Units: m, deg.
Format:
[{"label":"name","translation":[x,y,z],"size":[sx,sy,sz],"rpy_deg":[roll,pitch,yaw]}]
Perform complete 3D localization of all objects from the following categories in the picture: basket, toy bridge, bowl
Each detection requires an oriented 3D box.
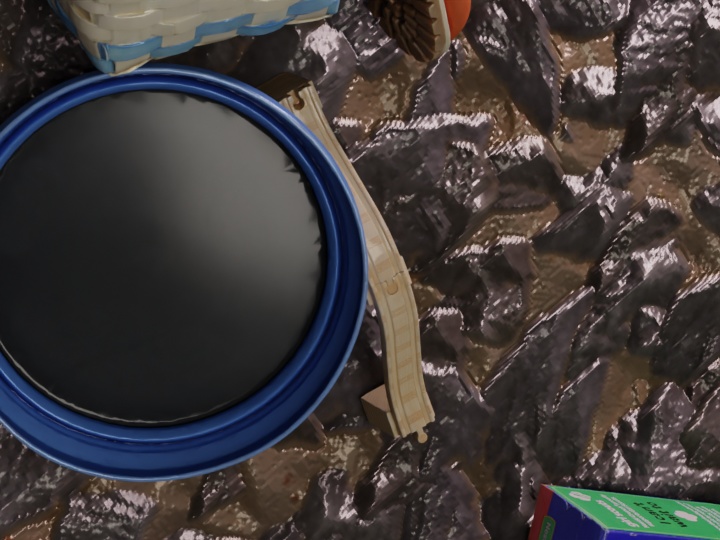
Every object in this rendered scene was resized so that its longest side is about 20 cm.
[{"label":"basket","translation":[-0.080,-0.197,1.023],"size":[0.176,0.139,0.200],"rpy_deg":[-15,139,-23]},{"label":"toy bridge","translation":[0.000,0.000,1.165],"size":[0.027,0.067,0.200],"rpy_deg":[-28,113,-18]},{"label":"bowl","translation":[-0.097,0.000,1.100],"size":[0.200,0.039,0.201],"rpy_deg":[-2,106,-7]}]

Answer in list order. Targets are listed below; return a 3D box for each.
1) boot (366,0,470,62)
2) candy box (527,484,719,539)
[{"label":"boot","translation":[0.039,-0.205,1.134],"size":[0.107,0.075,0.200],"rpy_deg":[-20,110,-27]},{"label":"candy box","translation":[0.179,0.218,1.303],"size":[0.200,0.077,0.169],"rpy_deg":[9,99,-29]}]
